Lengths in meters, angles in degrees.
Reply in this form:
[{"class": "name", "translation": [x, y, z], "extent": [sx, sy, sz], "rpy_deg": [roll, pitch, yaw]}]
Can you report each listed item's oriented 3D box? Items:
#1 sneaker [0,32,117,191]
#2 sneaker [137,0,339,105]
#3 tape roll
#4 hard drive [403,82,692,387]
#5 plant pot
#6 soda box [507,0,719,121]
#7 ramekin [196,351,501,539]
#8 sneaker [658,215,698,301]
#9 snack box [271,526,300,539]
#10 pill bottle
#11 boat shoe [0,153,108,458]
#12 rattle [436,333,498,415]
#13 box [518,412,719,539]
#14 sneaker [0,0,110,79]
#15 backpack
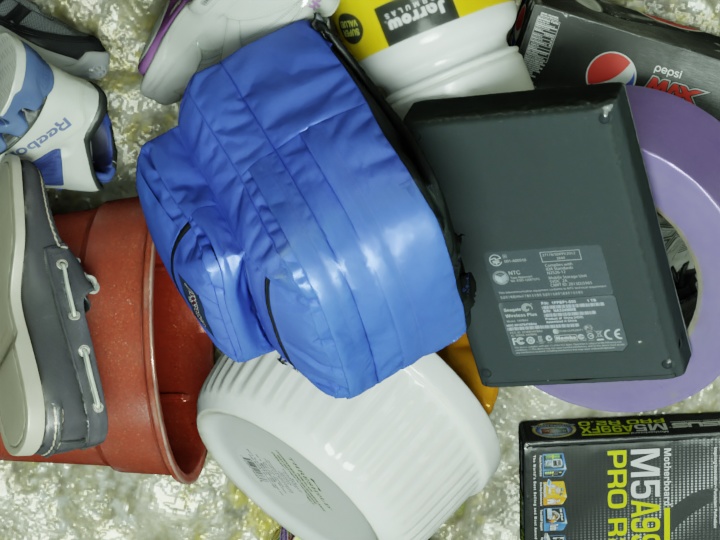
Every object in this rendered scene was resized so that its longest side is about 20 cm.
[{"class": "sneaker", "translation": [-0.226, -0.075, 1.607], "extent": [0.115, 0.081, 0.199], "rpy_deg": [18, 147, -32]}, {"class": "sneaker", "translation": [-0.080, -0.147, 1.575], "extent": [0.099, 0.200, 0.075], "rpy_deg": [28, 62, -13]}, {"class": "tape roll", "translation": [0.166, -0.014, 1.593], "extent": [0.200, 0.085, 0.200], "rpy_deg": [11, 123, 17]}, {"class": "hard drive", "translation": [0.118, -0.019, 1.527], "extent": [0.139, 0.033, 0.200], "rpy_deg": [-4, 122, 24]}, {"class": "plant pot", "translation": [-0.211, 0.046, 1.628], "extent": [0.195, 0.201, 0.201], "rpy_deg": [-3, 108, 7]}, {"class": "soda box", "translation": [0.198, -0.131, 1.635], "extent": [0.200, 0.071, 0.063], "rpy_deg": [17, 111, -6]}, {"class": "ramekin", "translation": [-0.015, 0.108, 1.624], "extent": [0.200, 0.200, 0.105], "rpy_deg": [45, 68, -14]}, {"class": "sneaker", "translation": [0.218, -0.001, 1.670], "extent": [0.200, 0.088, 0.076], "rpy_deg": [-25, 108, 8]}, {"class": "snack box", "translation": [-0.014, 0.277, 1.763], "extent": [0.168, 0.068, 0.200], "rpy_deg": [29, 106, -10]}, {"class": "pill bottle", "translation": [0.032, -0.188, 1.567], "extent": [0.114, 0.114, 0.200], "rpy_deg": [-23, 91, 6]}, {"class": "boat shoe", "translation": [-0.195, 0.022, 1.518], "extent": [0.063, 0.200, 0.073], "rpy_deg": [4, 152, -27]}, {"class": "rattle", "translation": [0.000, 0.000, 1.621], "extent": [0.130, 0.143, 0.200], "rpy_deg": [-19, 127, 15]}, {"class": "box", "translation": [0.195, 0.204, 1.757], "extent": [0.160, 0.044, 0.200], "rpy_deg": [-2, 108, 0]}, {"class": "sneaker", "translation": [-0.248, -0.195, 1.601], "extent": [0.200, 0.075, 0.114], "rpy_deg": [15, 89, -24]}, {"class": "backpack", "translation": [-0.030, -0.018, 1.491], "extent": [0.168, 0.200, 0.163], "rpy_deg": [-33, 143, -7]}]
